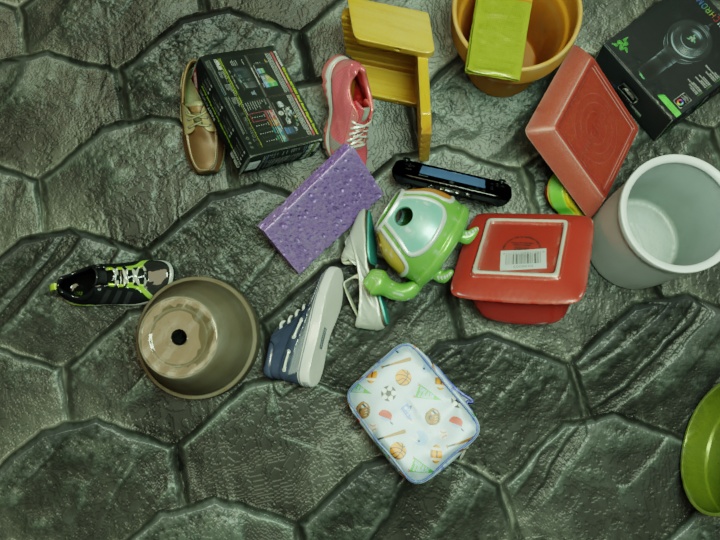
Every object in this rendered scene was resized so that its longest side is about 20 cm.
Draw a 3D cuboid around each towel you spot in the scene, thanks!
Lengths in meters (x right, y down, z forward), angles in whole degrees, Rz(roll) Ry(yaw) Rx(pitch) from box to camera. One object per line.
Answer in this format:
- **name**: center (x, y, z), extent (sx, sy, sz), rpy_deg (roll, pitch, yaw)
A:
- **towel**: center (0.213, -0.386, 1.136), extent (0.085, 0.018, 0.202), rpy_deg (10, 80, 5)

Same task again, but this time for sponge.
- **sponge**: center (-0.062, -0.100, 1.239), extent (0.200, 0.112, 0.030), rpy_deg (-44, 38, -7)

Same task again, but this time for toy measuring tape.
- **toy measuring tape**: center (0.332, -0.093, 1.231), extent (0.073, 0.074, 0.202), rpy_deg (10, 80, 5)

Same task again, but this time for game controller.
- **game controller**: center (0.149, -0.146, 1.239), extent (0.198, 0.104, 0.043), rpy_deg (13, 102, 5)

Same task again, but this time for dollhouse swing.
- **dollhouse swing**: center (0.043, -0.294, 1.221), extent (0.180, 0.200, 0.178), rpy_deg (13, 80, 5)

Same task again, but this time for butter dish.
- **butter dish**: center (0.258, 0.016, 1.183), extent (0.198, 0.149, 0.200), rpy_deg (3, 43, 22)

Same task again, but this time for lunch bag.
- **lunch bag**: center (0.087, 0.222, 1.182), extent (0.160, 0.076, 0.200), rpy_deg (-39, 79, -7)

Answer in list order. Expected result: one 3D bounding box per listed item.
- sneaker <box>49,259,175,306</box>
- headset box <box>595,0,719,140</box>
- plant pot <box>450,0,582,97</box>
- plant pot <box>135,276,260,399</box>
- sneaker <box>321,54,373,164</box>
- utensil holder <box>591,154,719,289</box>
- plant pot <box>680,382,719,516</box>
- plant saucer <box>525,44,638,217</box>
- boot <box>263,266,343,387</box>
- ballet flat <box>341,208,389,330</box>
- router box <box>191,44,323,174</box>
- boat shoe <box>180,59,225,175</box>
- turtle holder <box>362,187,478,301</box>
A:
- **sneaker**: center (-0.406, 0.023, 1.240), extent (0.198, 0.083, 0.073), rpy_deg (-11, 79, 0)
- **headset box**: center (0.513, -0.345, 1.262), extent (0.199, 0.093, 0.175), rpy_deg (-35, 79, -4)
- **plant pot**: center (0.241, -0.379, 1.236), extent (0.198, 0.183, 0.203), rpy_deg (0, 79, 2)
- **plant pot**: center (-0.260, 0.103, 1.161), extent (0.197, 0.174, 0.203), rpy_deg (0, 85, -2)
- **sneaker**: center (-0.015, -0.245, 1.234), extent (0.073, 0.087, 0.202), rpy_deg (-20, 115, -29)
- **utensil holder**: center (0.447, -0.063, 1.152), extent (0.168, 0.200, 0.172), rpy_deg (0, 79, 0)
- **plant pot**: center (0.609, 0.284, 1.097), extent (0.191, 0.200, 0.202), rpy_deg (20, 80, -6)
- **plant saucer**: center (0.363, -0.222, 1.195), extent (0.200, 0.037, 0.201), rpy_deg (45, 64, -27)
- **boot**: center (-0.093, 0.083, 1.222), extent (0.089, 0.073, 0.202), rpy_deg (7, 67, 23)
- **ballet flat**: center (0.000, 0.000, 1.237), extent (0.069, 0.069, 0.202), rpy_deg (-9, 82, 1)
- **router box**: center (-0.172, -0.272, 1.264), extent (0.149, 0.062, 0.201), rpy_deg (-20, 77, -34)
- **boat shoe**: center (-0.278, -0.265, 1.295), extent (0.075, 0.074, 0.202), rpy_deg (-9, 78, 1)
- **turtle holder**: center (0.085, -0.045, 1.197), extent (0.131, 0.141, 0.186), rpy_deg (33, 115, -9)
